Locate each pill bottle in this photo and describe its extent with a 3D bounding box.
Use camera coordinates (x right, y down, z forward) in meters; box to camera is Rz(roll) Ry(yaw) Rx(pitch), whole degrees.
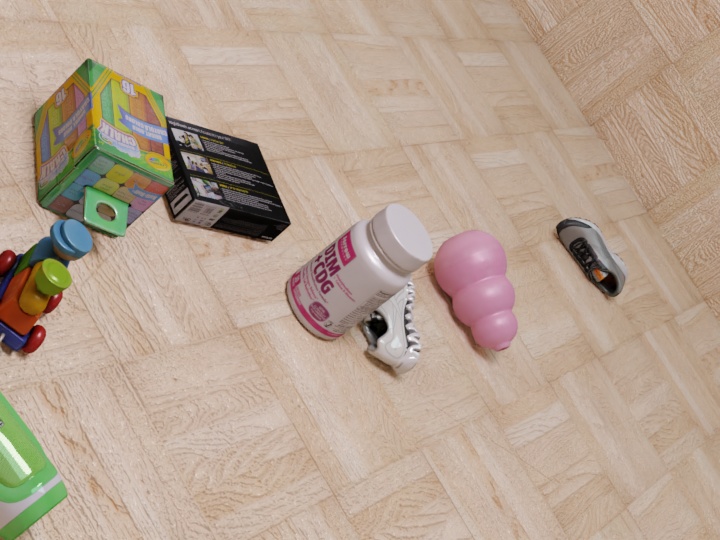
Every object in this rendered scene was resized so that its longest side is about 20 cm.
[{"bbox_3d":[0.000,0.000,1.977,0.113,0.200,0.114,36,32,-27],"label":"pill bottle"}]

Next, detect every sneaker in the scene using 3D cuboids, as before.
[{"bbox_3d":[0.038,0.058,2.113,0.080,0.075,0.201,21,41,-31],"label":"sneaker"},{"bbox_3d":[0.472,-0.029,2.851,0.200,0.074,0.080,45,34,-15],"label":"sneaker"}]

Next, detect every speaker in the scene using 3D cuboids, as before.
[{"bbox_3d":[-0.373,0.162,1.364,0.201,0.088,0.088,52,28,-1],"label":"speaker"}]

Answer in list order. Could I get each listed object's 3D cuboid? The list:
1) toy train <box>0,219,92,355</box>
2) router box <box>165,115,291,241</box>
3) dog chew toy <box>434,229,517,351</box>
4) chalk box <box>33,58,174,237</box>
[{"bbox_3d":[-0.353,0.034,1.502,0.084,0.115,0.201,40,31,-21],"label":"toy train"},{"bbox_3d":[-0.200,-0.128,1.977,0.199,0.051,0.150,13,46,-50],"label":"router box"},{"bbox_3d":[0.200,0.037,2.328,0.124,0.124,0.202,0,65,-56],"label":"dog chew toy"},{"bbox_3d":[-0.317,-0.135,1.735,0.124,0.124,0.202,25,39,-40],"label":"chalk box"}]
